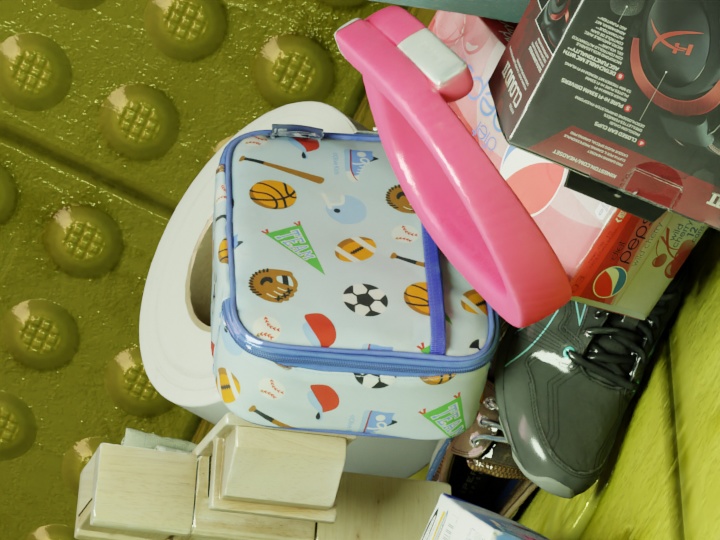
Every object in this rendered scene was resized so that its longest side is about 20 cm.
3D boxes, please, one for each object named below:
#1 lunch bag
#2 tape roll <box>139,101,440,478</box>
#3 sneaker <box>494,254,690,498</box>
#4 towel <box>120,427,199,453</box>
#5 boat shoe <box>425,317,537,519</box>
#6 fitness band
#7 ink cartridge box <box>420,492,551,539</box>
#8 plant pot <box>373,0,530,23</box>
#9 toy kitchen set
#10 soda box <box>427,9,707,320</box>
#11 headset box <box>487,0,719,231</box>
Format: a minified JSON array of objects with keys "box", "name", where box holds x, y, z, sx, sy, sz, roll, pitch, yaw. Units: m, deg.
[{"box":[0.000,0.000,1.425,0.201,0.159,0.076,-92,7,-48],"name":"lunch bag"},{"box":[-0.020,0.017,1.617,0.202,0.139,0.204,-33,42,35],"name":"tape roll"},{"box":[0.125,0.020,1.389,0.079,0.075,0.201,-30,41,56],"name":"sneaker"},{"box":[-0.063,0.200,1.528,0.035,0.199,0.194,128,154,-70],"name":"towel"},{"box":[0.088,0.087,1.499,0.073,0.072,0.201,-81,6,-50],"name":"boat shoe"},{"box":[0.043,-0.050,1.291,0.037,0.144,0.200,-28,29,-6],"name":"fitness band"},{"box":[0.054,0.190,1.322,0.137,0.076,0.200,-65,8,-2],"name":"ink cartridge box"},{"box":[0.049,-0.245,1.302,0.200,0.194,0.198,95,-177,-82],"name":"plant pot"},{"box":[-0.049,0.184,1.435,0.163,0.199,0.182,130,145,-69],"name":"toy kitchen set"},{"box":[0.096,-0.063,1.373,0.070,0.063,0.200,-59,41,21],"name":"soda box"},{"box":[0.160,-0.112,1.222,0.075,0.148,0.201,-101,35,-63],"name":"headset box"}]
